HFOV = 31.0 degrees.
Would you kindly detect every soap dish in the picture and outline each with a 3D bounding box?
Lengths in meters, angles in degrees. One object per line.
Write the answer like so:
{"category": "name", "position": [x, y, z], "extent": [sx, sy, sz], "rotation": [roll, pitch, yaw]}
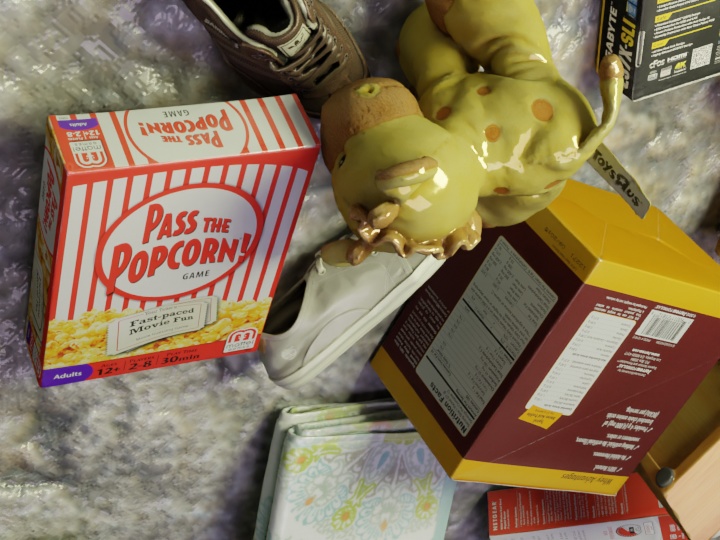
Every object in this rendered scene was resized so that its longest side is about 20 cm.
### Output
{"category": "soap dish", "position": [0.278, 0.108, 1.086], "extent": [0.081, 0.200, 0.157], "rotation": [36, 103, -32]}

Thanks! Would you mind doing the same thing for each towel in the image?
{"category": "towel", "position": [-0.005, 0.196, 1.056], "extent": [0.170, 0.048, 0.201], "rotation": [-1, 113, -30]}

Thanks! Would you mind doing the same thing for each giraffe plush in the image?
{"category": "giraffe plush", "position": [0.045, -0.069, 0.764], "extent": [0.162, 0.200, 0.173], "rotation": [-25, 138, -24]}

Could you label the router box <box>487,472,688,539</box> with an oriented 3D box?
{"category": "router box", "position": [0.228, 0.270, 1.237], "extent": [0.179, 0.049, 0.200], "rotation": [-10, 138, 13]}

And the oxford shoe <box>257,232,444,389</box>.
{"category": "oxford shoe", "position": [0.000, 0.000, 0.907], "extent": [0.200, 0.075, 0.058], "rotation": [-42, 109, 4]}

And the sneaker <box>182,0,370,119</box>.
{"category": "sneaker", "position": [-0.051, -0.135, 0.747], "extent": [0.070, 0.076, 0.200], "rotation": [-44, 136, 8]}

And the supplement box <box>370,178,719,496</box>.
{"category": "supplement box", "position": [0.154, 0.050, 0.996], "extent": [0.197, 0.133, 0.200], "rotation": [13, 118, -40]}

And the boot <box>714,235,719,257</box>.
{"category": "boot", "position": [0.330, -0.071, 1.051], "extent": [0.201, 0.071, 0.144], "rotation": [14, 115, -45]}

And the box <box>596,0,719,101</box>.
{"category": "box", "position": [0.264, -0.219, 0.900], "extent": [0.199, 0.049, 0.160], "rotation": [-20, 132, -18]}

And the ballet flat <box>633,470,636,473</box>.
{"category": "ballet flat", "position": [0.284, 0.224, 1.273], "extent": [0.068, 0.072, 0.200], "rotation": [-35, 137, -4]}

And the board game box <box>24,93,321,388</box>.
{"category": "board game box", "position": [-0.121, -0.015, 0.795], "extent": [0.151, 0.046, 0.200], "rotation": [-9, 144, -25]}
